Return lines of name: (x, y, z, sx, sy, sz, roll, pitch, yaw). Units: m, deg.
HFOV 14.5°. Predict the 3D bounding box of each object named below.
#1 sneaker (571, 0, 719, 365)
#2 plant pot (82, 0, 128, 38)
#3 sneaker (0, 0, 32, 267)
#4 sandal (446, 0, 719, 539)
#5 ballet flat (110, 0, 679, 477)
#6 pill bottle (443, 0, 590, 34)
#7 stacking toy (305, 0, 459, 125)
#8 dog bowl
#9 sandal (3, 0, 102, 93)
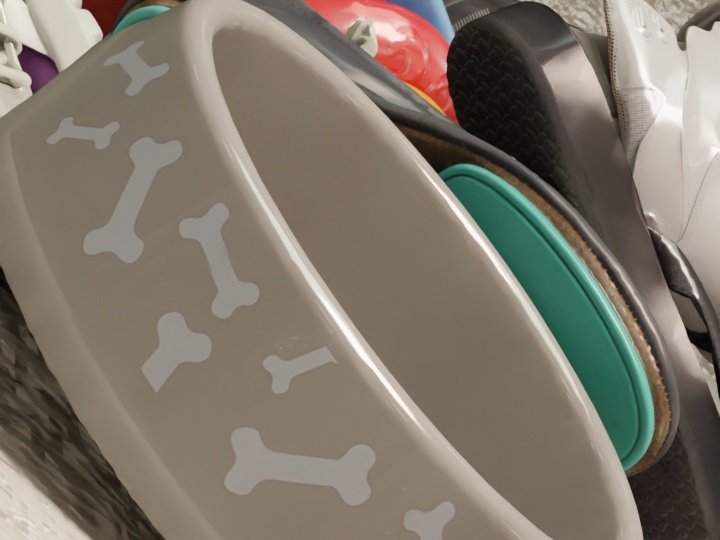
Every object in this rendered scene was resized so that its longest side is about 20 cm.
sneaker: (0.115, -0.070, 0.940, 0.115, 0.075, 0.200, 32, 51, -20)
plant pot: (-0.077, -0.168, 0.988, 0.200, 0.200, 0.176, 38, 39, -44)
sneaker: (-0.121, -0.079, 0.744, 0.200, 0.087, 0.075, 44, 4, 12)
sandal: (0.083, 0.014, 0.841, 0.076, 0.043, 0.200, 2, -68, 63)
ballet flat: (0.018, -0.021, 0.801, 0.200, 0.073, 0.073, 38, 5, 12)
pill bottle: (0.065, -0.042, 1.065, 0.200, 0.106, 0.106, 31, -3, 45)
stacking toy: (0.000, 0.000, 0.881, 0.110, 0.116, 0.200, 69, -1, -47)
dog bowl: (-0.005, 0.019, 0.679, 0.200, 0.059, 0.200, 48, 15, -17)
sandal: (-0.112, -0.060, 0.810, 0.203, 0.050, 0.083, 49, -35, 36)
